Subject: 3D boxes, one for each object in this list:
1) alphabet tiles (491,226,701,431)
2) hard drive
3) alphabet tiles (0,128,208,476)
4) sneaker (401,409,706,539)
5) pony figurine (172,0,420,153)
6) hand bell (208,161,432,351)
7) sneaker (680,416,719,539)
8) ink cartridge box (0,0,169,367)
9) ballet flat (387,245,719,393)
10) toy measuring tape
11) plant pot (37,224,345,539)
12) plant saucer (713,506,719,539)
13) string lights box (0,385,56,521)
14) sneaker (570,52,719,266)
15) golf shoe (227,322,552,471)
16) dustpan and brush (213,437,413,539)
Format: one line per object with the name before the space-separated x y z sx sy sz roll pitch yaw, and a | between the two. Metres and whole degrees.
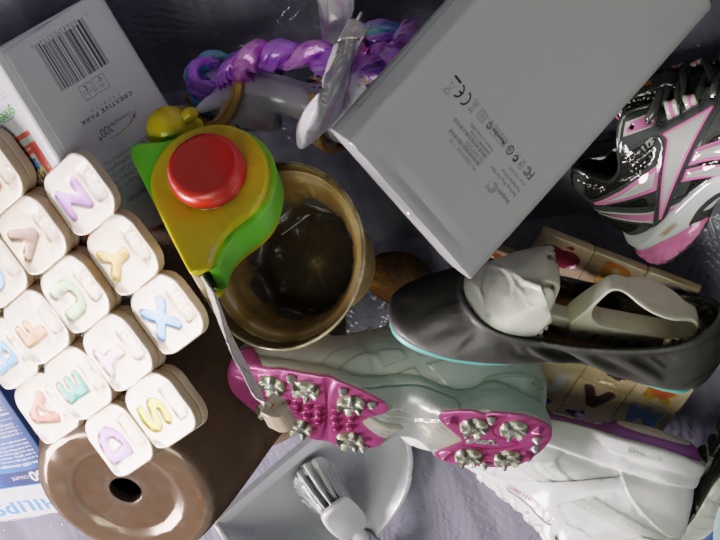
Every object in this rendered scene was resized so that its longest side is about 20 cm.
alphabet tiles | 0.130 0.043 1.339 0.166 0.006 0.200 21 147 -1
hard drive | 0.088 -0.107 1.132 0.026 0.200 0.132 36 173 46
alphabet tiles | -0.168 0.020 1.213 0.200 0.015 0.195 54 138 -2
sneaker | 0.113 0.134 1.373 0.199 0.075 0.100 13 95 17
pony figurine | 0.005 -0.111 1.197 0.199 0.167 0.193 12 143 -13
hand bell | 0.000 0.000 1.275 0.104 0.105 0.200 -3 174 26
sneaker | 0.267 0.120 1.364 0.089 0.079 0.200 18 138 -19
ink cartridge box | -0.183 -0.042 1.270 0.200 0.084 0.176 -20 104 52
ballet flat | 0.117 0.020 1.242 0.199 0.068 0.069 8 138 -13
toy measuring tape | -0.060 -0.012 1.147 0.073 0.200 0.074 -23 153 -12
plant pot | -0.122 0.077 1.365 0.199 0.175 0.201 8 131 9
plant saucer | 0.313 0.143 1.317 0.200 0.039 0.201 -13 135 -13
string lights box | -0.270 0.084 1.493 0.102 0.059 0.200 -11 126 25
sneaker | 0.184 -0.083 1.199 0.086 0.080 0.200 32 130 -9
golf shoe | 0.019 0.062 1.317 0.199 0.092 0.075 12 145 -9
dustpan and brush | -0.008 0.171 1.476 0.057 0.139 0.200 49 177 24
